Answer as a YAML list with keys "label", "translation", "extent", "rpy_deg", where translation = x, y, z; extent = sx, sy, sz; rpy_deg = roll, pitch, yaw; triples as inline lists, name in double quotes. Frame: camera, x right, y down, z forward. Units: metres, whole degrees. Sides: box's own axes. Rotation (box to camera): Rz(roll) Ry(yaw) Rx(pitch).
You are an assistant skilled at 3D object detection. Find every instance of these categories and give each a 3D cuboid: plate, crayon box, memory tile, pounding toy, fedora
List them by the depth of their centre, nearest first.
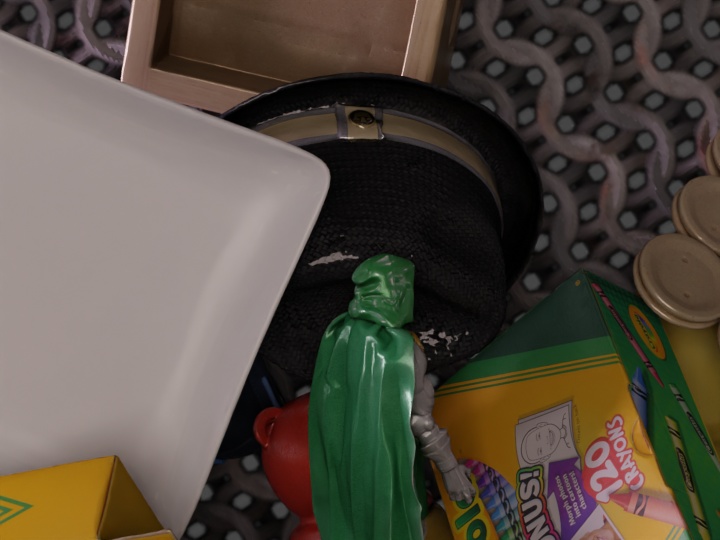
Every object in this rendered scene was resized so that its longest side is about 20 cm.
- label: "plate"
  translation: [-0.140, 0.006, 0.783]
  extent: [0.199, 0.032, 0.200]
  rpy_deg: [21, 100, -14]
- label: "crayon box"
  translation: [-0.149, 0.151, 0.798]
  extent: [0.200, 0.052, 0.126]
  rpy_deg: [-11, 131, 16]
- label: "crayon box"
  translation: [0.105, 0.114, 0.802]
  extent: [0.119, 0.058, 0.200]
  rpy_deg: [-43, 44, 28]
- label: "fedora"
  translation: [0.000, 0.000, 0.860]
  extent: [0.200, 0.092, 0.201]
  rpy_deg: [-6, 131, -7]
- label: "memory tile"
  translation: [0.227, -0.008, 0.882]
  extent: [0.153, 0.200, 0.017]
  rpy_deg: [36, 139, 3]
- label: "pounding toy"
  translation: [-0.004, -0.184, 0.917]
  extent: [0.184, 0.142, 0.200]
  rpy_deg: [13, 110, 6]

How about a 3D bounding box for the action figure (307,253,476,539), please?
- label: "action figure"
  translation: [0.011, 0.090, 0.808]
  extent: [0.055, 0.118, 0.200]
  rpy_deg: [-11, 109, -32]

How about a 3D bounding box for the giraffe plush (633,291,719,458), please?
- label: "giraffe plush"
  translation: [0.156, 0.094, 0.896]
  extent: [0.172, 0.200, 0.162]
  rpy_deg: [-7, 63, -15]

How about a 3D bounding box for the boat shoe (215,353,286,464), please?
- label: "boat shoe"
  translation: [-0.079, 0.002, 0.959]
  extent: [0.069, 0.084, 0.200]
  rpy_deg: [-12, 107, -1]

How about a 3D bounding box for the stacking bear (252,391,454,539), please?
- label: "stacking bear"
  translation: [0.009, 0.156, 0.924]
  extent: [0.121, 0.114, 0.200]
  rpy_deg: [-20, 91, -23]
